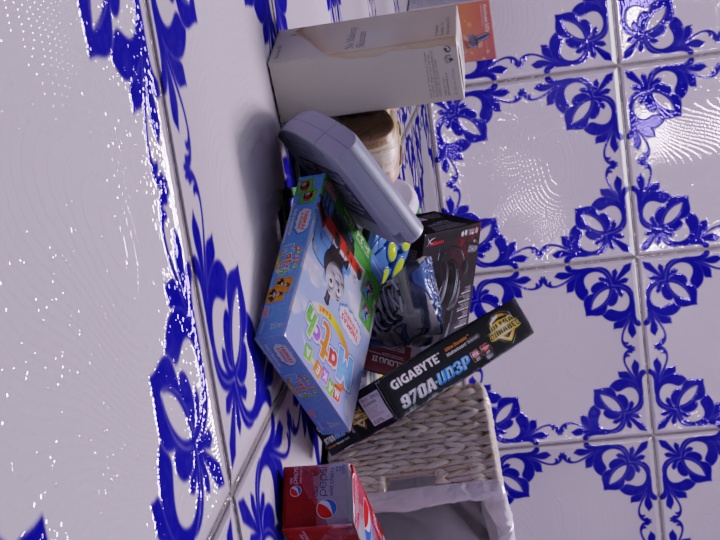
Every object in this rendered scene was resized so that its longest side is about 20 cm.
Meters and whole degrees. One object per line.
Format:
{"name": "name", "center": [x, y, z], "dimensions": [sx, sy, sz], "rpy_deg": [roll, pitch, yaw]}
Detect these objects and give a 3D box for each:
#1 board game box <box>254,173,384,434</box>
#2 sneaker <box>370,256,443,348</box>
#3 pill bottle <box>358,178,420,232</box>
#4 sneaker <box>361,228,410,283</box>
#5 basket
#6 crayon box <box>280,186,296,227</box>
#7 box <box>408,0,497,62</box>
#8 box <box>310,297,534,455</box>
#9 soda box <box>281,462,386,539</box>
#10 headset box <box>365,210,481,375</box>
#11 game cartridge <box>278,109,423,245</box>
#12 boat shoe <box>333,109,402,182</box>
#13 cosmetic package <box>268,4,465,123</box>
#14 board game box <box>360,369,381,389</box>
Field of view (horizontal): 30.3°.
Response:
{"name": "board game box", "center": [-0.035, 0.032, 1.275], "dimensions": [0.152, 0.036, 0.201], "rpy_deg": [59, 33, -42]}
{"name": "sneaker", "center": [0.038, 0.045, 1.408], "dimensions": [0.200, 0.085, 0.078], "rpy_deg": [99, -19, -69]}
{"name": "pill bottle", "center": [0.033, -0.012, 1.727], "dimensions": [0.113, 0.112, 0.201], "rpy_deg": [-86, 168, -51]}
{"name": "sneaker", "center": [0.000, 0.000, 1.518], "dimensions": [0.083, 0.071, 0.200], "rpy_deg": [42, -41, 26]}
{"name": "basket", "center": [0.070, 0.254, 1.486], "dimensions": [0.161, 0.197, 0.201], "rpy_deg": [-91, 170, -46]}
{"name": "crayon box", "center": [-0.039, 0.008, 1.417], "dimensions": [0.126, 0.051, 0.201], "rpy_deg": [-36, 119, -81]}
{"name": "box", "center": [0.224, -0.587, 3.218], "dimensions": [0.107, 0.199, 0.153], "rpy_deg": [-81, 162, -63]}
{"name": "box", "center": [0.064, 0.110, 1.372], "dimensions": [0.046, 0.199, 0.159], "rpy_deg": [59, -32, 4]}
{"name": "soda box", "center": [-0.022, 0.254, 1.276], "dimensions": [0.200, 0.070, 0.064], "rpy_deg": [73, 14, -55]}
{"name": "headset box", "center": [0.072, 0.038, 1.629], "dimensions": [0.149, 0.077, 0.201], "rpy_deg": [-13, 113, -57]}
{"name": "game cartridge", "center": [-0.017, -0.097, 1.311], "dimensions": [0.133, 0.041, 0.200], "rpy_deg": [56, -9, -21]}
{"name": "boat shoe", "center": [0.009, -0.150, 1.436], "dimensions": [0.200, 0.071, 0.065], "rpy_deg": [-93, 167, -62]}
{"name": "cosmetic package", "center": [0.010, -0.220, 1.414], "dimensions": [0.104, 0.199, 0.073], "rpy_deg": [-85, 166, -60]}
{"name": "board game box", "center": [0.012, 0.192, 1.699], "dimensions": [0.135, 0.034, 0.201], "rpy_deg": [-78, 160, -64]}
